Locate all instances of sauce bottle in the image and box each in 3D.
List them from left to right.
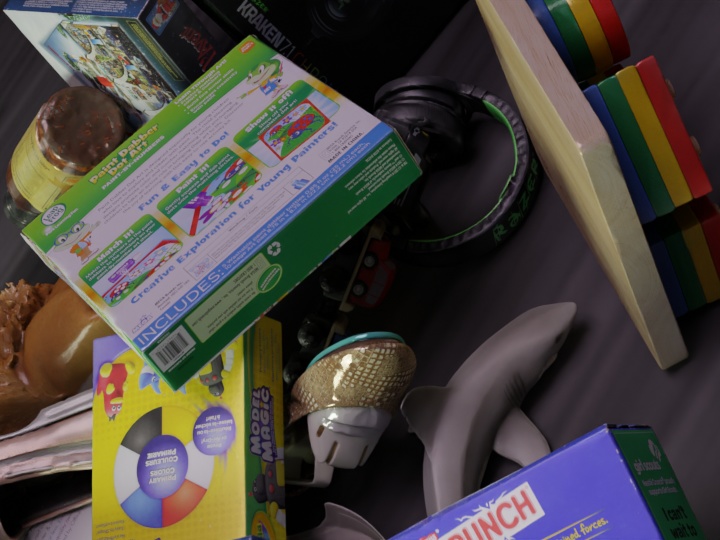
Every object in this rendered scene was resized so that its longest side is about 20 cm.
[{"bbox_3d":[-0.218,-0.075,1.661,0.066,0.066,0.200,-68,11,-19],"label":"sauce bottle"}]

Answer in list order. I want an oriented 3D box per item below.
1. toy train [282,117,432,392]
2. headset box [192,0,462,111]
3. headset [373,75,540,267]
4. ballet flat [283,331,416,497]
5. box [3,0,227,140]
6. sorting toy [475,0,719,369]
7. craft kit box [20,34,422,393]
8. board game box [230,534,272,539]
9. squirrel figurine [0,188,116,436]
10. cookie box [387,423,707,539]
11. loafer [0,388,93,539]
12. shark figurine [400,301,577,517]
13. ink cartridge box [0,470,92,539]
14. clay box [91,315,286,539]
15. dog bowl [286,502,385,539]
[{"bbox_3d":[0.000,0.000,1.467,0.034,0.046,0.200,-72,4,-75],"label":"toy train"},{"bbox_3d":[-0.013,-0.228,1.582,0.200,0.174,0.093,-49,43,-2],"label":"headset box"},{"bbox_3d":[0.019,-0.078,1.510,0.200,0.094,0.124,18,73,34],"label":"headset"},{"bbox_3d":[-0.015,0.094,1.397,0.200,0.070,0.065,132,139,-64],"label":"ballet flat"},{"bbox_3d":[-0.136,-0.124,1.587,0.137,0.200,0.038,8,59,41],"label":"box"},{"bbox_3d":[0.145,-0.080,1.345,0.070,0.199,0.200,-26,46,1],"label":"sorting toy"},{"bbox_3d":[-0.090,-0.041,1.417,0.200,0.049,0.198,-41,39,-7],"label":"craft kit box"},{"bbox_3d":[-0.129,0.237,1.316,0.200,0.034,0.135,-17,68,27],"label":"board game box"},{"bbox_3d":[-0.188,0.029,1.557,0.200,0.142,0.187,-20,40,4],"label":"squirrel figurine"},{"bbox_3d":[0.112,0.204,1.195,0.171,0.075,0.200,-30,75,19],"label":"cookie box"},{"bbox_3d":[-0.219,0.140,1.472,0.200,0.072,0.063,-28,55,12],"label":"loafer"},{"bbox_3d":[0.056,0.113,1.355,0.128,0.089,0.215,-16,50,32],"label":"shark figurine"},{"bbox_3d":[-0.184,0.188,1.505,0.200,0.068,0.115,13,68,43],"label":"ink cartridge box"},{"bbox_3d":[-0.103,0.131,1.380,0.115,0.048,0.200,-13,68,29],"label":"clay box"},{"bbox_3d":[-0.041,0.238,1.364,0.200,0.059,0.200,-20,51,27],"label":"dog bowl"}]
